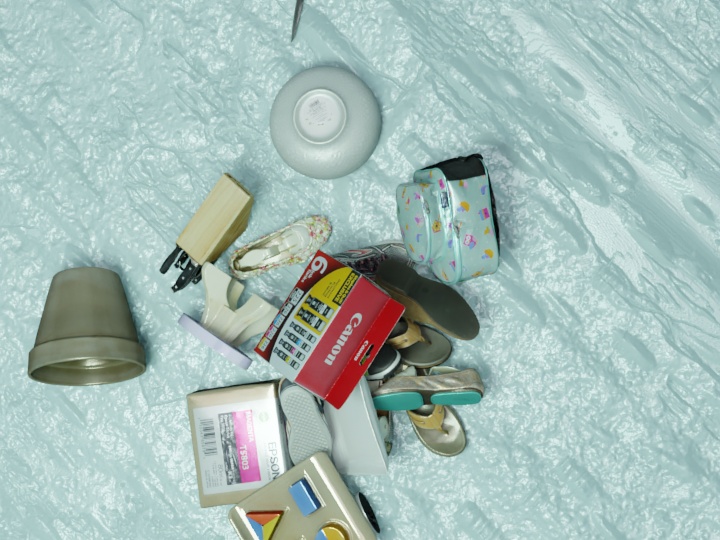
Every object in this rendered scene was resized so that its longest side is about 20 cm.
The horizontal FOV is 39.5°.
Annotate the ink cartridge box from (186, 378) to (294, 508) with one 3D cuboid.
[{"bbox_3d":[-0.206,0.300,1.748,0.163,0.075,0.202,-9,87,7],"label":"ink cartridge box"}]

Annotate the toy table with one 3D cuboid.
[{"bbox_3d":[-0.222,0.079,1.705,0.199,0.184,0.118,28,83,48],"label":"toy table"}]

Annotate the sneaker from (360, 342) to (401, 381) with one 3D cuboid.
[{"bbox_3d":[-0.023,0.120,1.688,0.199,0.083,0.072,20,61,33],"label":"sneaker"}]

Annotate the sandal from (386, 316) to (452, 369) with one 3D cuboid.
[{"bbox_3d":[0.064,0.100,1.720,0.199,0.055,0.082,33,67,10],"label":"sandal"}]

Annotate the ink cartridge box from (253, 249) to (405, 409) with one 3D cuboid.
[{"bbox_3d":[-0.050,0.092,1.599,0.175,0.084,0.201,29,85,50],"label":"ink cartridge box"}]

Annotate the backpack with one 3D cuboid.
[{"bbox_3d":[0.148,-0.076,1.659,0.152,0.176,0.202,-20,98,-14],"label":"backpack"}]

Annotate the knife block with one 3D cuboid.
[{"bbox_3d":[-0.269,-0.054,1.716,0.064,0.200,0.176,40,64,5],"label":"knife block"}]

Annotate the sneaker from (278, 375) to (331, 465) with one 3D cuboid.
[{"bbox_3d":[-0.094,0.254,1.723,0.078,0.080,0.201,-9,125,-2],"label":"sneaker"}]

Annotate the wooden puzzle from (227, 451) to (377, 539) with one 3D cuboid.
[{"bbox_3d":[-0.099,0.430,1.668,0.199,0.046,0.186,-33,82,4],"label":"wooden puzzle"}]

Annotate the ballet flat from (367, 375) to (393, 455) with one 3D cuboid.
[{"bbox_3d":[0.021,0.234,1.726,0.071,0.072,0.203,-1,89,6],"label":"ballet flat"}]

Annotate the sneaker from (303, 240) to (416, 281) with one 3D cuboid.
[{"bbox_3d":[0.000,0.000,1.729,0.198,0.075,0.081,-14,87,5],"label":"sneaker"}]

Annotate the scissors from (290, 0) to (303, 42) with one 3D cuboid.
[{"bbox_3d":[-0.107,-0.509,1.783,0.073,0.014,0.201,26,93,4],"label":"scissors"}]

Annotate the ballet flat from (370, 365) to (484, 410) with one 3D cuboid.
[{"bbox_3d":[0.108,0.194,1.684,0.198,0.068,0.068,-2,52,2],"label":"ballet flat"}]

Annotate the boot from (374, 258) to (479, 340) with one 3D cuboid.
[{"bbox_3d":[0.109,0.060,1.681,0.199,0.076,0.074,34,54,12],"label":"boot"}]

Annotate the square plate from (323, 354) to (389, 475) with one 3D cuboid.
[{"bbox_3d":[-0.018,0.244,1.685,0.028,0.198,0.202,-15,87,-27],"label":"square plate"}]

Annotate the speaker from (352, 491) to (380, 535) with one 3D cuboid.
[{"bbox_3d":[-0.067,0.461,1.725,0.199,0.081,0.082,-29,86,6],"label":"speaker"}]

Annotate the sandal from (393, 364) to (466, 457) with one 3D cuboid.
[{"bbox_3d":[0.112,0.231,1.722,0.080,0.054,0.201,-27,85,4],"label":"sandal"}]

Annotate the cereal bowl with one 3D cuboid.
[{"bbox_3d":[-0.065,-0.259,1.738,0.198,0.083,0.202,0,90,7],"label":"cereal bowl"}]

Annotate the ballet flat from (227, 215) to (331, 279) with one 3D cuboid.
[{"bbox_3d":[-0.142,-0.036,1.752,0.199,0.064,0.076,-27,87,5],"label":"ballet flat"}]

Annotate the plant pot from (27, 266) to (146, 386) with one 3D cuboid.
[{"bbox_3d":[-0.474,0.095,1.740,0.198,0.200,0.175,-9,71,6],"label":"plant pot"}]
